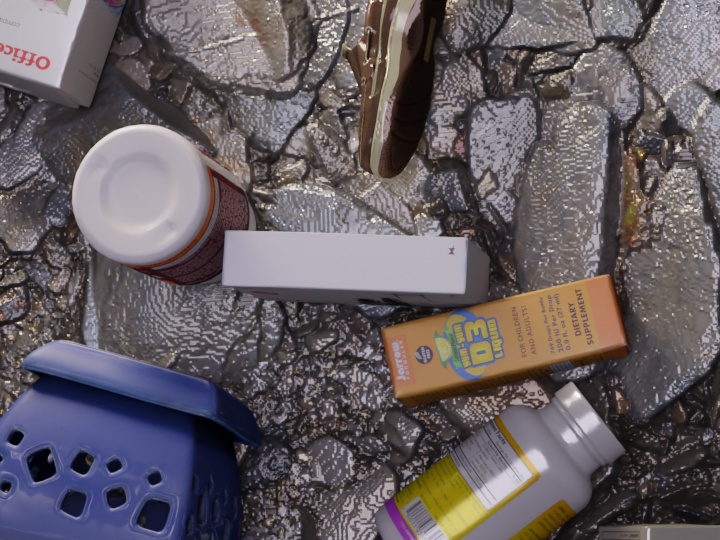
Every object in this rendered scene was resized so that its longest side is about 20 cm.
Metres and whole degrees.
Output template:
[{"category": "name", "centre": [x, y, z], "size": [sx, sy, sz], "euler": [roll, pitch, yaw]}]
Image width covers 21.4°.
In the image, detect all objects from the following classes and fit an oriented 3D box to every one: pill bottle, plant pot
[{"category": "pill bottle", "centre": [-0.157, -0.048, 1.599], "size": [0.114, 0.200, 0.114], "euler": [-2, 82, 11]}, {"category": "pill bottle", "centre": [0.117, 0.181, 1.567], "size": [0.200, 0.104, 0.104], "euler": [-38, 78, 4]}, {"category": "plant pot", "centre": [-0.197, 0.168, 1.584], "size": [0.200, 0.200, 0.180], "euler": [15, 80, 13]}]

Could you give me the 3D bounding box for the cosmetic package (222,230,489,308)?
[{"category": "cosmetic package", "centre": [0.000, 0.000, 1.589], "size": [0.200, 0.151, 0.052], "euler": [2, 83, 11]}]

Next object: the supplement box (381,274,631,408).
[{"category": "supplement box", "centre": [0.121, 0.060, 1.602], "size": [0.200, 0.069, 0.067], "euler": [-15, 79, 10]}]

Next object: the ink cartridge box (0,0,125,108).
[{"category": "ink cartridge box", "centre": [-0.289, -0.262, 1.711], "size": [0.144, 0.085, 0.200], "euler": [17, 87, 12]}]

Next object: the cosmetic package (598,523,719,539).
[{"category": "cosmetic package", "centre": [0.241, 0.303, 1.521], "size": [0.071, 0.105, 0.200], "euler": [2, 84, -15]}]

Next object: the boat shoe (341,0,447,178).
[{"category": "boat shoe", "centre": [0.021, -0.179, 1.656], "size": [0.075, 0.075, 0.202], "euler": [9, 78, 25]}]
